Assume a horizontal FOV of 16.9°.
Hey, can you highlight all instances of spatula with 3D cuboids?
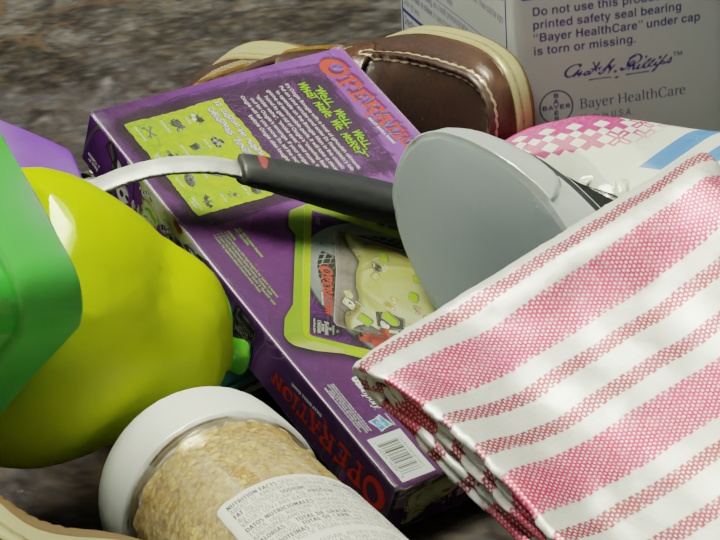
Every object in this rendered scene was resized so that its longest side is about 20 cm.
[{"bbox_3d":[-0.059,-0.033,0.853,0.200,0.021,0.057,6,27,-17],"label":"spatula"}]

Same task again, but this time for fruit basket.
[{"bbox_3d":[-0.140,0.002,0.766,0.215,0.156,0.216,-29,-10,-6],"label":"fruit basket"}]

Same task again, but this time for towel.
[{"bbox_3d":[0.112,0.047,0.720,0.146,0.030,0.200,-31,52,-22],"label":"towel"}]

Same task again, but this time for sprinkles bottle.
[{"bbox_3d":[-0.012,0.097,0.689,0.068,0.068,0.200,-12,23,-22],"label":"sprinkles bottle"}]

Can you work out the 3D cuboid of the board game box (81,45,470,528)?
[{"bbox_3d":[0.000,0.000,0.879,0.120,0.032,0.200,-20,54,-30],"label":"board game box"}]

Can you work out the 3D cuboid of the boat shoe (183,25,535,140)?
[{"bbox_3d":[-0.013,-0.067,1.067,0.200,0.072,0.072,9,23,43],"label":"boat shoe"}]

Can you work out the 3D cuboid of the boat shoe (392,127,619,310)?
[{"bbox_3d":[0.098,0.013,0.827,0.199,0.074,0.068,35,35,28],"label":"boat shoe"}]

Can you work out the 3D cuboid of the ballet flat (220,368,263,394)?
[{"bbox_3d":[-0.022,0.012,0.936,0.200,0.070,0.069,-19,26,-35],"label":"ballet flat"}]

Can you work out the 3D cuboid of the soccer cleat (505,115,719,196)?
[{"bbox_3d":[0.130,-0.024,0.983,0.200,0.070,0.086,-4,18,-3],"label":"soccer cleat"}]

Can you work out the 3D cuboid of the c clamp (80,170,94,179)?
[{"bbox_3d":[-0.060,-0.028,1.080,0.200,0.027,0.171,14,26,40],"label":"c clamp"}]

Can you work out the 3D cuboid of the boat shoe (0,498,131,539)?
[{"bbox_3d":[-0.111,0.106,0.653,0.200,0.072,0.072,8,34,44],"label":"boat shoe"}]

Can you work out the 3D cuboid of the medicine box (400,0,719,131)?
[{"bbox_3d":[0.088,-0.139,1.109,0.103,0.200,0.182,-8,22,-13],"label":"medicine box"}]
